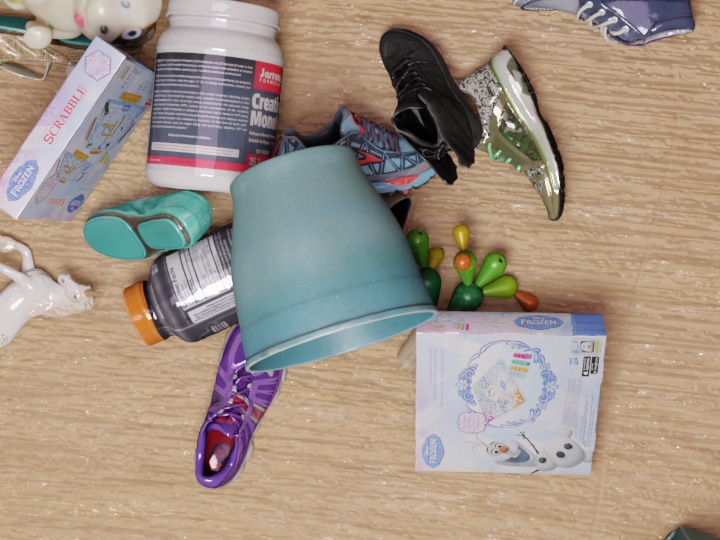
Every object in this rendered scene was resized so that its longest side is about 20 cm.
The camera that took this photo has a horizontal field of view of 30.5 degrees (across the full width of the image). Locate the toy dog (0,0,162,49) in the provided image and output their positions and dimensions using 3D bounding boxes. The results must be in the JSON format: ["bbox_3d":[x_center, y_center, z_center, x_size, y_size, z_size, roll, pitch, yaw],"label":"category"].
[{"bbox_3d":[-0.307,-0.311,1.429,0.199,0.194,0.140,31,128,18],"label":"toy dog"}]

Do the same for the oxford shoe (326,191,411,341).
[{"bbox_3d":[0.000,0.000,1.441,0.075,0.070,0.201,6,75,41],"label":"oxford shoe"}]

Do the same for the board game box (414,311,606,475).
[{"bbox_3d":[0.158,0.135,1.434,0.198,0.043,0.201,1,125,2],"label":"board game box"}]

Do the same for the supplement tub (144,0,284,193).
[{"bbox_3d":[-0.157,-0.186,1.437,0.140,0.140,0.201,6,93,3],"label":"supplement tub"}]

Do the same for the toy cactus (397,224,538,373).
[{"bbox_3d":[0.108,0.050,1.466,0.200,0.102,0.165,40,103,-8],"label":"toy cactus"}]

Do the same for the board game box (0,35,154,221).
[{"bbox_3d":[-0.298,-0.145,1.417,0.041,0.200,0.200,35,93,3],"label":"board game box"}]

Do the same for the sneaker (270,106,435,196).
[{"bbox_3d":[0.002,-0.131,1.433,0.199,0.079,0.096,-12,118,-17],"label":"sneaker"}]

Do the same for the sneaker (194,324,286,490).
[{"bbox_3d":[-0.136,0.152,1.478,0.080,0.083,0.201,15,92,2],"label":"sneaker"}]

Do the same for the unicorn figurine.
[{"bbox_3d":[-0.390,0.030,1.499,0.200,0.074,0.137,-42,99,18],"label":"unicorn figurine"}]

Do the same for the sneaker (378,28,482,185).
[{"bbox_3d":[0.066,-0.182,1.424,0.060,0.104,0.200,-43,75,31],"label":"sneaker"}]

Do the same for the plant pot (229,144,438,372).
[{"bbox_3d":[-0.043,-0.017,1.323,0.199,0.200,0.189,-17,81,3],"label":"plant pot"}]

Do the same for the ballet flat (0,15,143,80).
[{"bbox_3d":[-0.342,-0.246,1.491,0.199,0.071,0.066,9,118,5],"label":"ballet flat"}]

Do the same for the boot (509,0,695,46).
[{"bbox_3d":[0.266,-0.288,1.445,0.199,0.073,0.091,-10,86,2],"label":"boot"}]

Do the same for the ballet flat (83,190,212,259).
[{"bbox_3d":[-0.228,-0.052,1.459,0.070,0.199,0.068,-43,115,-35],"label":"ballet flat"}]

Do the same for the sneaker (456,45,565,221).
[{"bbox_3d":[0.167,-0.142,1.466,0.088,0.077,0.201,-23,85,15],"label":"sneaker"}]

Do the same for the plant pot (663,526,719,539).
[{"bbox_3d":[0.381,0.388,1.415,0.200,0.196,0.196,43,94,8],"label":"plant pot"}]

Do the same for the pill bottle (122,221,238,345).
[{"bbox_3d":[-0.160,0.012,1.463,0.199,0.106,0.107,-24,91,4],"label":"pill bottle"}]
